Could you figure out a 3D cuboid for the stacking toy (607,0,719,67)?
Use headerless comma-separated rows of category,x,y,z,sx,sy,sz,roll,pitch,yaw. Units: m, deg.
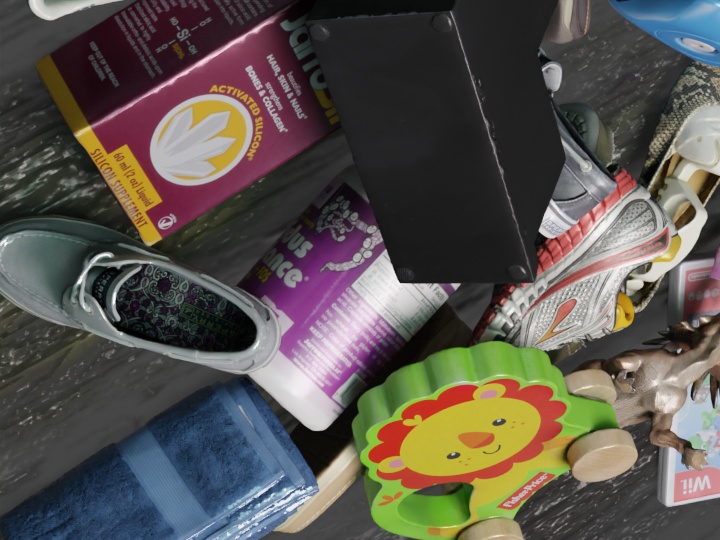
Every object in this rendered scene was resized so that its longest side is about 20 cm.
stacking toy,0.263,-0.246,1.401,0.110,0.116,0.201,23,84,-37

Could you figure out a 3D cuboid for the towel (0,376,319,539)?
towel,-0.137,0.157,1.360,0.200,0.112,0.049,-32,155,-9

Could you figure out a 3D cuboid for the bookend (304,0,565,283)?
bookend,0.066,-0.131,1.238,0.200,0.092,0.199,-66,146,-42

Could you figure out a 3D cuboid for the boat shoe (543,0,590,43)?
boat shoe,0.146,-0.250,1.352,0.073,0.074,0.201,-11,113,-20

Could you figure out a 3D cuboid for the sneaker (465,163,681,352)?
sneaker,0.135,0.028,1.365,0.082,0.078,0.200,39,114,0

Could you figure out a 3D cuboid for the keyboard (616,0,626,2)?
keyboard,0.161,-0.264,1.296,0.104,0.040,0.200,-49,146,-7

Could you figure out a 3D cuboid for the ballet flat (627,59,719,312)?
ballet flat,0.230,-0.057,1.455,0.068,0.075,0.200,24,97,-25

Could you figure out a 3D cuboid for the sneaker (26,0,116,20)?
sneaker,-0.110,-0.206,1.212,0.200,0.081,0.076,-25,117,18

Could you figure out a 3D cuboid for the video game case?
video game case,0.297,0.077,1.566,0.143,0.017,0.201,-8,111,-21

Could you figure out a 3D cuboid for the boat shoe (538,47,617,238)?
boat shoe,0.098,-0.120,1.321,0.068,0.200,0.072,-37,157,19

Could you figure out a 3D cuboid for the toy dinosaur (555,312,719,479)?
toy dinosaur,0.195,0.085,1.482,0.199,0.136,0.086,-10,108,23

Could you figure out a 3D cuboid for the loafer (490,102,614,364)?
loafer,0.142,-0.023,1.440,0.070,0.075,0.201,-3,115,-37

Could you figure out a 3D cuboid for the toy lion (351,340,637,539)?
toy lion,0.071,0.118,1.363,0.191,0.069,0.200,13,138,-34

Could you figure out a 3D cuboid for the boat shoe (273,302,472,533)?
boat shoe,0.011,0.113,1.425,0.200,0.071,0.065,-47,118,-3

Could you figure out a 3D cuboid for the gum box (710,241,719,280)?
gum box,0.353,-0.031,1.489,0.200,0.066,0.114,8,99,-44

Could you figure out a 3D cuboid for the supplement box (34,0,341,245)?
supplement box,-0.083,-0.122,1.266,0.200,0.086,0.110,-32,136,-3

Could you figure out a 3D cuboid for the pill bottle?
pill bottle,0.000,0.000,1.356,0.200,0.112,0.112,-48,119,-2

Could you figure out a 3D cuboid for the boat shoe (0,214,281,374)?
boat shoe,-0.146,0.011,1.276,0.200,0.072,0.070,19,84,5
